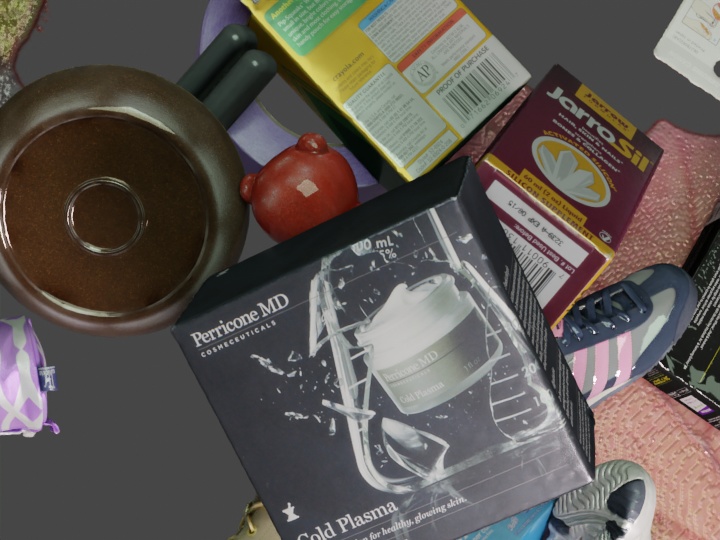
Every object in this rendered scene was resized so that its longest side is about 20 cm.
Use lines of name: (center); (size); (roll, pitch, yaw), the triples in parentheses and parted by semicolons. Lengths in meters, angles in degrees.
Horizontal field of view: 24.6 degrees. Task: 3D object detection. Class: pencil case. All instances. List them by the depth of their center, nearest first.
pencil case: (-0.306, 0.088, 1.127); (0.198, 0.084, 0.086); (-10, 103, -11)

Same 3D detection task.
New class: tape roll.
tape roll: (-0.025, -0.150, 1.236); (0.198, 0.066, 0.202); (2, 77, -9)

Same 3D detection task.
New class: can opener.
can opener: (-0.140, -0.090, 1.166); (0.200, 0.066, 0.053); (-43, 69, 16)

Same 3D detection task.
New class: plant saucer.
plant saucer: (-0.176, -0.041, 1.146); (0.198, 0.032, 0.202); (-1, 111, -2)

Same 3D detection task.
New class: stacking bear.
stacking bear: (0.000, 0.000, 1.147); (0.121, 0.114, 0.201); (-33, 98, 28)

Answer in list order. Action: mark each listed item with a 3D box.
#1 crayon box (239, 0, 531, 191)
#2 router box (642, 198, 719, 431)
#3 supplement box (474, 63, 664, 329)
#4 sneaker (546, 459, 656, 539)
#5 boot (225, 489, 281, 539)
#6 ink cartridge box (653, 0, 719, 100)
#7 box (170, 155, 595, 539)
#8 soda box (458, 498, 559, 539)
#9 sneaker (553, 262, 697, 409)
crayon box: (0.008, -0.165, 1.186); (0.126, 0.052, 0.200); (-43, 88, -16)
router box: (0.316, 0.029, 1.265); (0.149, 0.051, 0.201); (34, 74, -3)
supplement box: (0.134, -0.054, 1.178); (0.110, 0.086, 0.200); (38, 33, 0)
sneaker: (0.199, 0.208, 1.153); (0.128, 0.080, 0.201); (-3, 121, -23)
boot: (-0.082, 0.183, 1.144); (0.198, 0.073, 0.157); (13, 78, -13)
ink cartridge box: (0.338, -0.204, 1.327); (0.160, 0.050, 0.201); (33, 78, -2)
box: (0.019, 0.065, 1.041); (0.199, 0.124, 0.198); (-25, 100, 13)
soda box: (0.057, 0.206, 1.132); (0.068, 0.065, 0.200); (34, 51, 21)
sneaker: (0.158, 0.051, 1.193); (0.199, 0.082, 0.070); (-39, 46, -7)
